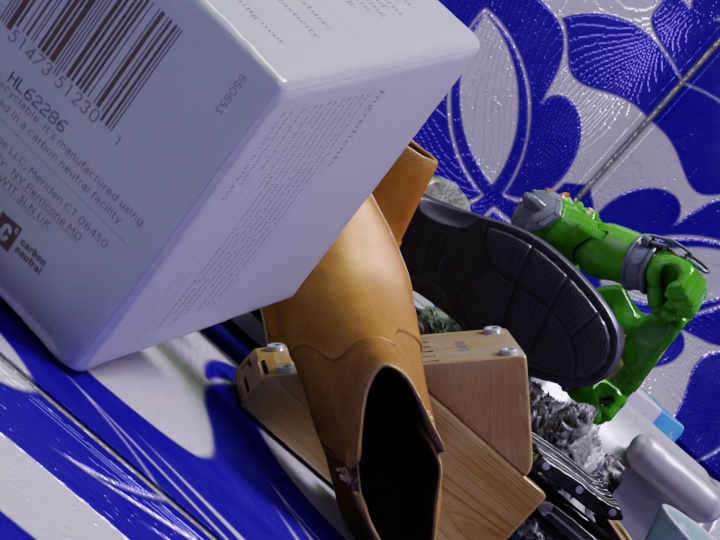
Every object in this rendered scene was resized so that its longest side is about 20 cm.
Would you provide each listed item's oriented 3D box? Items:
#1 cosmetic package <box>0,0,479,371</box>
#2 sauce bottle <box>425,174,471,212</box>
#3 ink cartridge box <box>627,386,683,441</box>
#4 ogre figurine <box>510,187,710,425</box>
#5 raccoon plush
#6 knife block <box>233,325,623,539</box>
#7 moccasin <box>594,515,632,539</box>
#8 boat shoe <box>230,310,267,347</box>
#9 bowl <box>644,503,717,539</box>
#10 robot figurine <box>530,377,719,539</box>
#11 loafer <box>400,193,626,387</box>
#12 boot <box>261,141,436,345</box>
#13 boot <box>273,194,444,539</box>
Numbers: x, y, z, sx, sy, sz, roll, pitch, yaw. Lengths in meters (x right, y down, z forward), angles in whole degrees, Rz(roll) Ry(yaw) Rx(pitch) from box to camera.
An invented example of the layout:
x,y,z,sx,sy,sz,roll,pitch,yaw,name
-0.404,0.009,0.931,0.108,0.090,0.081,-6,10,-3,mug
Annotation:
x,y,z,sx,sy,sz,roll,pitch,yaw,name
-0.087,-0.084,1.204,0.167,0.167,0.200,44,25,14,cosmetic package
-0.017,-0.023,1.680,0.065,0.065,0.200,39,-24,-33,sauce bottle
0.125,0.099,1.886,0.067,0.116,0.200,46,6,40,ink cartridge box
0.127,0.016,1.593,0.120,0.098,0.200,38,-5,5,ogre figurine
0.066,0.080,1.548,0.200,0.097,0.134,42,-13,28,raccoon plush
0.039,0.123,1.426,0.199,0.176,0.064,-4,12,-6,knife block
0.112,0.155,1.622,0.202,0.074,0.078,53,-2,10,moccasin
-0.013,0.036,1.639,0.199,0.066,0.075,39,5,-38,boat shoe
0.198,0.227,1.430,0.201,0.105,0.201,42,6,-5,bowl
0.160,0.149,1.739,0.200,0.113,0.169,42,-29,-13,robot figurine
0.067,-0.001,1.538,0.199,0.072,0.063,29,13,18,loafer
0.000,0.000,1.489,0.201,0.144,0.071,40,13,-2,boot
0.004,0.038,1.302,0.144,0.070,0.202,168,-91,-84,boot
